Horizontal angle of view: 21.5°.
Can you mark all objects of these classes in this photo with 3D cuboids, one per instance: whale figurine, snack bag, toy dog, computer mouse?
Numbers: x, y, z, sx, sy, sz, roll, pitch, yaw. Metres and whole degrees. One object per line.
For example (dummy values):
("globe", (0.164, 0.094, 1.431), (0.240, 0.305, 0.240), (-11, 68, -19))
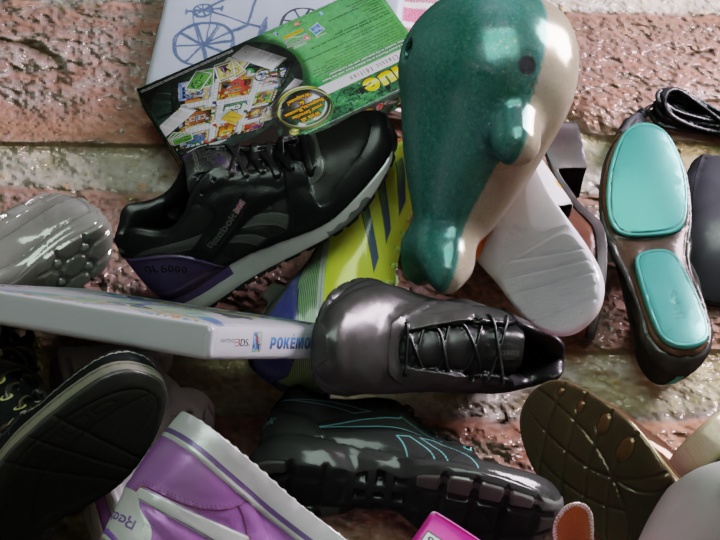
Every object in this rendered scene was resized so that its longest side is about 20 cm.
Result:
("whale figurine", (0.061, -0.089, 1.220), (0.103, 0.201, 0.159), (22, 1, -18))
("snack bag", (-0.060, -0.189, 1.465), (0.198, 0.022, 0.189), (1, 46, 5))
("toy dog", (0.177, 0.169, 1.098), (0.131, 0.096, 0.201), (28, 81, 19))
("computer mouse", (0.250, -0.068, 1.407), (0.140, 0.046, 0.201), (22, 49, 9))

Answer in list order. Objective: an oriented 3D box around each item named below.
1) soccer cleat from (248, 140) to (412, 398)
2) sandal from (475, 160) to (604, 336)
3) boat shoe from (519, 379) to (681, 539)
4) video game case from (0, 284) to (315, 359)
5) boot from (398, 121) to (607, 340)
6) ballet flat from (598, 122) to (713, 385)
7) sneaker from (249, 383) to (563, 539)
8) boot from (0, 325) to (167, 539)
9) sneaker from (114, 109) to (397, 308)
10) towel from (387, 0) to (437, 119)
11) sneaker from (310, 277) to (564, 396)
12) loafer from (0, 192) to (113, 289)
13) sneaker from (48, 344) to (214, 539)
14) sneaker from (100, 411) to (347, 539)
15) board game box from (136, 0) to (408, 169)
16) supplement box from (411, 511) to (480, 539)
("soccer cleat", (0.000, 0.001, 1.275), (0.083, 0.065, 0.201), (28, 68, 16))
("sandal", (0.111, -0.021, 1.265), (0.079, 0.059, 0.207), (-40, 46, 13))
("boat shoe", (0.184, 0.146, 1.199), (0.200, 0.072, 0.067), (40, 11, 20))
("video game case", (-0.135, 0.030, 1.160), (0.198, 0.022, 0.182), (8, 1, 24))
("boot", (0.067, -0.027, 1.331), (0.198, 0.069, 0.190), (-5, 62, -5))
("ballet flat", (0.199, -0.008, 1.327), (0.067, 0.069, 0.201), (3, 55, -6))
("sneaker", (0.032, 0.117, 1.189), (0.198, 0.076, 0.080), (13, 45, 2))
("boot", (-0.197, 0.077, 1.121), (0.073, 0.204, 0.154), (25, 33, -35))
("sneaker", (-0.071, -0.052, 1.244), (0.199, 0.088, 0.076), (-35, 36, 10))
("towel", (0.072, -0.190, 1.498), (0.145, 0.030, 0.201), (4, 48, -6))
("sneaker", (0.052, 0.045, 1.194), (0.090, 0.077, 0.199), (5, 4, 44))
("loafer", (-0.256, 0.007, 1.251), (0.199, 0.070, 0.070), (-28, 48, -34))
("sneaker", (-0.127, 0.117, 1.162), (0.099, 0.075, 0.201), (-10, 51, -17))
("sneaker", (-0.065, 0.184, 1.091), (0.200, 0.073, 0.115), (41, 73, -20))
("board game box", (-0.052, -0.132, 1.383), (0.199, 0.024, 0.105), (-25, 56, -13))
("supplement box", (0.025, 0.249, 1.020), (0.103, 0.101, 0.200), (32, 67, 19))
